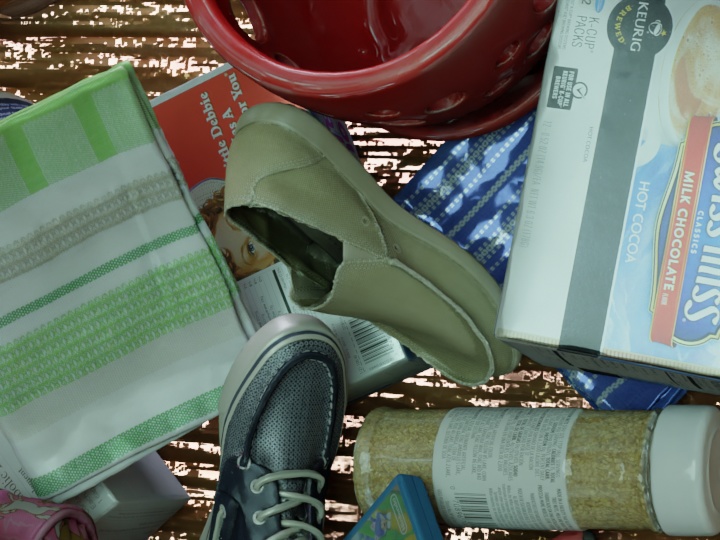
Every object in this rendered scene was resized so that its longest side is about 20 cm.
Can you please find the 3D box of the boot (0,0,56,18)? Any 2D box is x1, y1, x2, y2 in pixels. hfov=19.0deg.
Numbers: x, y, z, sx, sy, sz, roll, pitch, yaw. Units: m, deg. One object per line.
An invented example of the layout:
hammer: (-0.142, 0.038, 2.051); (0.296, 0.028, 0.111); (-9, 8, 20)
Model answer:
boot: (-0.279, -0.153, 1.261); (0.199, 0.155, 0.077); (-22, 80, 15)

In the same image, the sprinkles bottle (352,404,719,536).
sprinkles bottle: (0.097, 0.106, 1.153); (0.199, 0.068, 0.069); (-2, 85, 25)

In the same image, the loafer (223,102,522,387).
loafer: (0.000, 0.000, 1.120); (0.200, 0.076, 0.068); (41, 61, -15)

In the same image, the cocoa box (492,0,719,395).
cocoa box: (0.161, -0.043, 1.104); (0.131, 0.133, 0.201); (10, 86, 17)

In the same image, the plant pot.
plant pot: (0.024, -0.167, 1.144); (0.199, 0.182, 0.202); (-5, 77, 21)

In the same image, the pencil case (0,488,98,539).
pencil case: (-0.239, 0.155, 1.144); (0.199, 0.086, 0.083); (6, 102, 23)

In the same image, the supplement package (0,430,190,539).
supplement package: (-0.219, 0.156, 1.241); (0.200, 0.109, 0.114); (-43, 74, 10)

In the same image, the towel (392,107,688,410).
towel: (0.129, -0.023, 1.190); (0.200, 0.024, 0.145); (45, 98, 16)

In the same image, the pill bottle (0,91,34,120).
pill bottle: (-0.201, -0.034, 1.228); (0.200, 0.111, 0.111); (40, 99, 41)

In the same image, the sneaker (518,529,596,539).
sneaker: (0.080, 0.214, 1.105); (0.097, 0.201, 0.071); (1, 128, 5)

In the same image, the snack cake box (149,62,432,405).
snack cake box: (-0.049, -0.017, 1.223); (0.115, 0.067, 0.201); (-24, 79, 16)

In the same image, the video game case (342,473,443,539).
video game case: (-0.007, 0.225, 1.142); (0.200, 0.018, 0.144); (-53, 40, 33)

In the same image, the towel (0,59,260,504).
towel: (-0.143, 0.010, 1.123); (0.149, 0.031, 0.201); (-28, 113, -11)

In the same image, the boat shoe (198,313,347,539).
boat shoe: (-0.038, 0.130, 1.140); (0.093, 0.074, 0.201); (-129, 46, -53)
